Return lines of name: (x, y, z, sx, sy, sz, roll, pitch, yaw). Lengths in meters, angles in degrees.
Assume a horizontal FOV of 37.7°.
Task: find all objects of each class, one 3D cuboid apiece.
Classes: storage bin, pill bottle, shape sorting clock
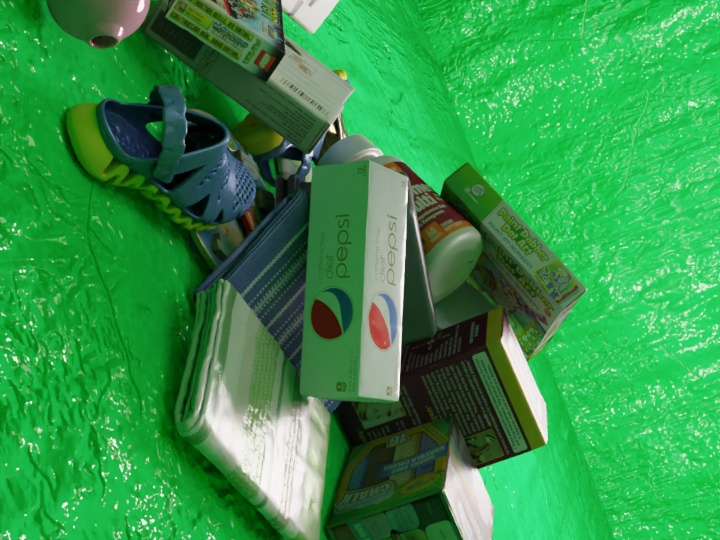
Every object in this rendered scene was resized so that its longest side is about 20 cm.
storage bin: (0.000, 0.000, 1.063, 0.146, 0.133, 0.201, -94, 171, -56)
pill bottle: (0.038, -0.062, 1.213, 0.200, 0.110, 0.109, 45, 4, 25)
shape sorting clock: (-0.120, -0.060, 0.995, 0.200, 0.039, 0.202, -21, 90, -76)

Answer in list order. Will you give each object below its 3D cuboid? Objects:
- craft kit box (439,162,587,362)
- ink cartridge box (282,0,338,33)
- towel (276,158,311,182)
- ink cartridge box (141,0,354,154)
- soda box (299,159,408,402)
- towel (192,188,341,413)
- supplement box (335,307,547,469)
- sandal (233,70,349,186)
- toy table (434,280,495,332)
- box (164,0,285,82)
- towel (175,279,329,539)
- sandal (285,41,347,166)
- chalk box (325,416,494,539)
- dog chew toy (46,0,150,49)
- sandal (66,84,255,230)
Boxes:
craft kit box: (0.165, -0.004, 1.251, 0.200, 0.048, 0.198, 49, -20, 16)
ink cartridge box: (-0.115, -0.381, 1.253, 0.147, 0.083, 0.200, 42, 8, 15)
towel: (-0.048, -0.051, 1.259, 0.149, 0.030, 0.202, 46, 27, -58)
ink cartridge box: (-0.106, -0.212, 1.070, 0.199, 0.044, 0.174, 36, 20, -6)
soda box: (-0.005, 0.011, 0.913, 0.068, 0.063, 0.202, 16, 73, -55)
towel: (-0.055, 0.042, 0.951, 0.145, 0.024, 0.201, -49, 130, -22)
supplement box: (0.088, 0.145, 1.141, 0.103, 0.198, 0.132, -66, 133, -70)
sandal: (-0.069, -0.158, 1.169, 0.200, 0.079, 0.088, -51, 131, -44)
toy table: (0.086, 0.083, 1.263, 0.183, 0.118, 0.200, 0, 42, -42)
box: (-0.128, -0.258, 1.021, 0.110, 0.035, 0.201, 30, 23, -21)
towel: (-0.083, 0.124, 0.855, 0.150, 0.030, 0.201, -84, 152, -44)
sandal: (-0.063, -0.187, 1.293, 0.054, 0.080, 0.201, -49, 134, -35)
chalk box: (0.050, 0.253, 1.021, 0.200, 0.123, 0.125, -63, 131, -70)
dog chew toy: (-0.208, -0.269, 0.817, 0.124, 0.123, 0.202, 27, 51, -68)
sandal: (-0.138, -0.090, 0.843, 0.200, 0.086, 0.080, 22, 47, -61)
